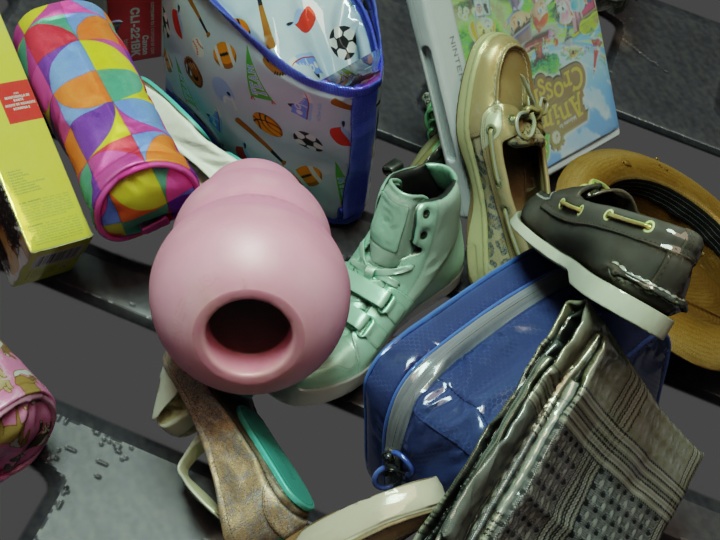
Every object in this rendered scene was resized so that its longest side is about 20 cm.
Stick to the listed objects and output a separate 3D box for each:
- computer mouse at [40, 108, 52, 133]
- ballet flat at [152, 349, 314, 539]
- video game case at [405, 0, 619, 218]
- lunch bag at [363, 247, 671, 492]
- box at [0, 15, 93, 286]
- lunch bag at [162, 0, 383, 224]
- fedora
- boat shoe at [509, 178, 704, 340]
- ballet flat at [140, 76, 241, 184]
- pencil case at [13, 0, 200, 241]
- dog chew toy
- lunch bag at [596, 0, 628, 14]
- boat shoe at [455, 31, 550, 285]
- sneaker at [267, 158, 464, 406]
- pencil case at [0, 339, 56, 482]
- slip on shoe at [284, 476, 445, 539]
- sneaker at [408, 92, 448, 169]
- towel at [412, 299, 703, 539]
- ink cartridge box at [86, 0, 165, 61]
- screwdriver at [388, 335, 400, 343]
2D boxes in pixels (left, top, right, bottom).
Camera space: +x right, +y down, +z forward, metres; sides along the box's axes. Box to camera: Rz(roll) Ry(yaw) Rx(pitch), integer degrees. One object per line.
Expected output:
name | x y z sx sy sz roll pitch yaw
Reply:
computer mouse | -0.317 -0.077 0.843 0.109 0.044 0.201 24 55 5
ballet flat | -0.099 0.099 0.744 0.067 0.068 0.200 -39 48 8
video game case | 0.128 -0.162 0.901 0.199 0.183 0.022 -29 22 -37
lunch bag | 0.088 0.088 0.741 0.199 0.137 0.132 -30 49 -30
box | -0.256 -0.095 0.809 0.050 0.075 0.201 -18 78 -32
lunch bag | -0.054 -0.150 0.865 0.123 0.170 0.200 -31 64 -22
fedora | 0.215 0.004 0.846 0.199 0.082 0.202 16 50 -20
boat shoe | 0.148 -0.020 0.686 0.071 0.061 0.201 27 10 -16
ballet flat | -0.126 -0.075 0.869 0.200 0.070 0.069 39 58 15
pencil case | -0.187 -0.112 0.826 0.088 0.089 0.201 -17 54 -20
dog chew toy | -0.070 -0.010 0.740 0.124 0.125 0.200 5 29 -7
lunch bag | 0.155 -0.317 1.034 0.198 0.140 0.169 7 54 -4
boat shoe | 0.117 -0.075 0.841 0.062 0.202 0.073 6 15 45
sneaker | 0.000 0.000 0.793 0.073 0.119 0.200 27 50 29
pencil case | -0.288 0.053 0.734 0.200 0.083 0.086 41 68 17
slip on shoe | -0.032 0.185 0.660 0.199 0.076 0.061 -29 77 6
sneaker | 0.082 -0.121 0.945 0.088 0.077 0.200 12 50 40
towel | 0.122 0.143 0.657 0.034 0.200 0.193 23 73 47
ink cartridge box | -0.139 -0.271 0.984 0.199 0.084 0.145 -14 58 -18
screwdriver | 0.062 0.052 0.839 0.198 0.028 0.029 -9 86 -8
